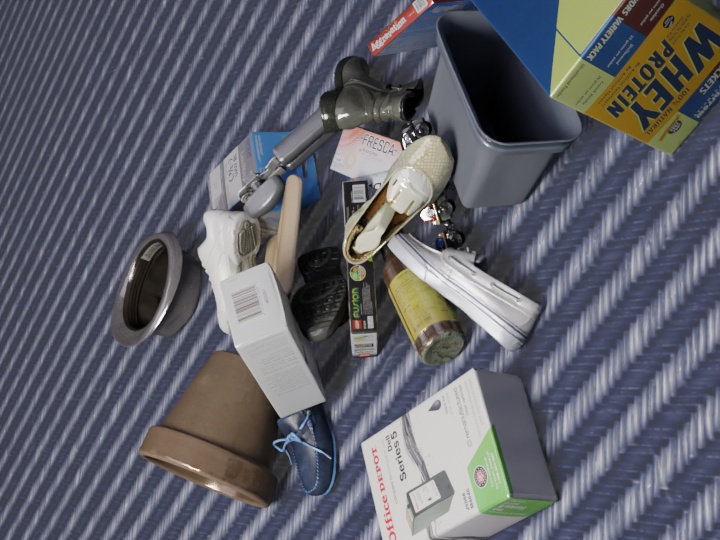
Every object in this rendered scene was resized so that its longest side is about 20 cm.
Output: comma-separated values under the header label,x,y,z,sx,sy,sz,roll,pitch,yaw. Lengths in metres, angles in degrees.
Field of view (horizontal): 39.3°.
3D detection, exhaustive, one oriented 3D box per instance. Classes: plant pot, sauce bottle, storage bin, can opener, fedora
label,x,y,z,sx,sy,sz,roll,pitch,yaw
plant pot,-0.188,0.214,1.414,0.198,0.199,0.177,1,63,50
sauce bottle,0.066,0.020,1.236,0.065,0.064,0.202,-48,47,30
storage bin,0.155,-0.176,1.145,0.135,0.143,0.203,109,150,-53
can opener,-0.093,-0.154,1.448,0.199,0.053,0.067,-40,70,8
fedora,-0.331,0.040,1.693,0.175,0.089,0.204,6,78,49

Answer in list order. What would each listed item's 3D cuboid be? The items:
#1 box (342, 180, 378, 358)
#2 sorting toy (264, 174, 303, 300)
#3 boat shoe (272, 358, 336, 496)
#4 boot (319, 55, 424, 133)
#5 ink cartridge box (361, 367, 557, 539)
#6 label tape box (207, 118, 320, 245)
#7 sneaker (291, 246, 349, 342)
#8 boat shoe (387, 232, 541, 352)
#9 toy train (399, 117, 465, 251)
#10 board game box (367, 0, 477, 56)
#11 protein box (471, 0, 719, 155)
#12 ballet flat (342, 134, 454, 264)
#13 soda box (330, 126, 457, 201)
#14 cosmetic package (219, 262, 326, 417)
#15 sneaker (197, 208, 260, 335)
label,x,y,z,sx,sy,sz,roll,pitch,yaw
box,0.000,0.000,1.297,0.110,0.034,0.204,88,179,-70
sorting toy,-0.109,-0.008,1.419,0.201,0.036,0.188,119,157,-61
boat shoe,-0.087,0.208,1.365,0.084,0.068,0.203,-43,50,34
boot,0.027,-0.236,1.349,0.128,0.069,0.201,-4,30,13
ink cartridge box,0.103,0.222,1.118,0.199,0.083,0.148,-40,52,37
label tape box,-0.153,-0.130,1.547,0.199,0.063,0.147,-36,54,40
sneaker,-0.042,0.045,1.313,0.075,0.092,0.201,-12,25,8
boat shoe,0.121,0.008,1.154,0.199,0.073,0.067,40,94,20
toy train,0.087,-0.080,1.198,0.045,0.034,0.203,-16,96,17
board game box,0.101,-0.297,1.189,0.102,0.199,0.020,-34,83,39
protein box,0.242,-0.249,0.991,0.136,0.198,0.200,-52,45,27
ballet flat,0.042,-0.073,1.170,0.200,0.067,0.063,-50,12,42
soda box,0.045,-0.133,1.307,0.199,0.063,0.070,29,101,51
cosmetic package,-0.107,0.092,1.270,0.073,0.201,0.103,-20,56,2
sneaker,-0.201,-0.003,1.518,0.098,0.077,0.204,19,116,32
